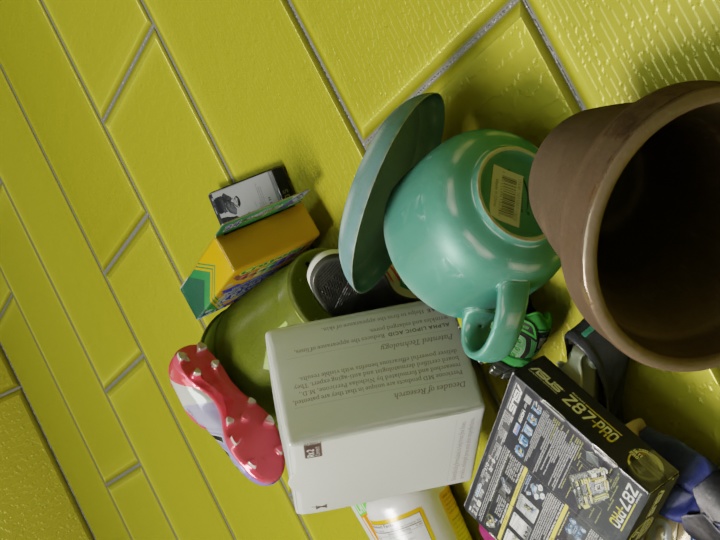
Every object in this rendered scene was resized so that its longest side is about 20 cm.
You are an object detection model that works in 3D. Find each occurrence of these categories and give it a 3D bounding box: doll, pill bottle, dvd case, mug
[{"bbox_3d":[0.305,0.210,1.002,0.200,0.048,0.137,30,122,36],"label":"doll"},{"bbox_3d":[0.072,0.308,1.404,0.104,0.104,0.201,-21,92,61],"label":"pill bottle"},{"bbox_3d":[-0.127,-0.049,1.542,0.200,0.025,0.151,-10,102,59],"label":"dvd case"},{"bbox_3d":[0.120,-0.033,1.029,0.185,0.152,0.114,56,148,2],"label":"mug"}]

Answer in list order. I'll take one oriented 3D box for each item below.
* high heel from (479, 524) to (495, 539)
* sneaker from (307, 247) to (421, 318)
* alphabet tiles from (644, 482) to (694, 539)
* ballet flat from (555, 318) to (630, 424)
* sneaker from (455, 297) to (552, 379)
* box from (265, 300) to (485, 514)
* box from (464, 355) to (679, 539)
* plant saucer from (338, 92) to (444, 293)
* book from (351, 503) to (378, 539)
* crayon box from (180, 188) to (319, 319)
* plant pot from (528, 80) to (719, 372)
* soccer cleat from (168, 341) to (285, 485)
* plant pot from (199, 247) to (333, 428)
[{"bbox_3d":[0.197,0.261,1.203,0.199,0.067,0.096,7,128,40],"label":"high heel"},{"bbox_3d":[0.000,0.000,1.248,0.084,0.200,0.121,-49,47,12],"label":"sneaker"},{"bbox_3d":[0.267,0.287,1.073,0.166,0.006,0.201,12,100,38],"label":"alphabet tiles"},{"bbox_3d":[0.209,0.128,1.086,0.073,0.073,0.201,34,138,43],"label":"ballet flat"},{"bbox_3d":[0.122,0.005,1.151,0.085,0.078,0.200,-46,61,25],"label":"sneaker"},{"bbox_3d":[0.013,0.144,1.217,0.199,0.199,0.131,90,169,-59],"label":"box"},{"bbox_3d":[0.182,0.200,1.062,0.161,0.049,0.201,43,139,31],"label":"box"},{"bbox_3d":[0.026,-0.076,1.105,0.027,0.200,0.201,22,136,14],"label":"plant saucer"},{"bbox_3d":[0.044,0.335,1.538,0.200,0.048,0.134,58,154,10],"label":"book"},{"bbox_3d":[-0.132,-0.016,1.422,0.052,0.125,0.200,60,150,10],"label":"crayon box"},{"bbox_3d":[0.208,-0.049,0.861,0.175,0.199,0.201,-137,33,-63],"label":"plant pot"},{"bbox_3d":[-0.153,0.170,1.341,0.200,0.067,0.077,49,142,22],"label":"soccer cleat"},{"bbox_3d":[-0.065,0.077,1.394,0.201,0.200,0.193,57,138,14],"label":"plant pot"}]
